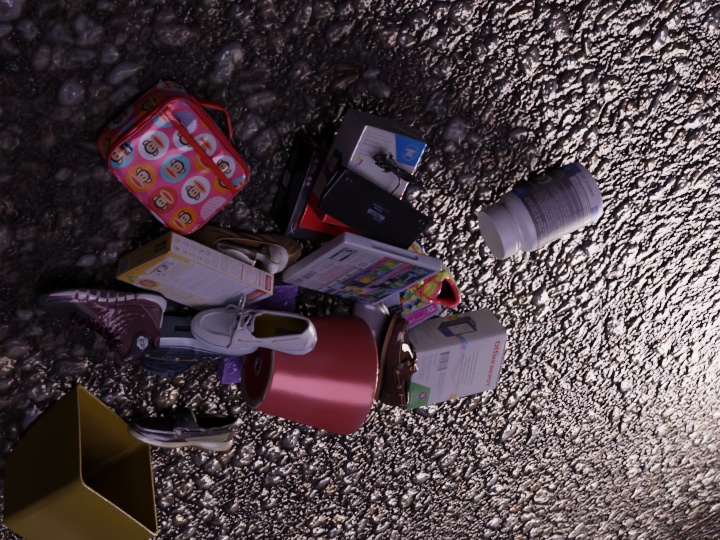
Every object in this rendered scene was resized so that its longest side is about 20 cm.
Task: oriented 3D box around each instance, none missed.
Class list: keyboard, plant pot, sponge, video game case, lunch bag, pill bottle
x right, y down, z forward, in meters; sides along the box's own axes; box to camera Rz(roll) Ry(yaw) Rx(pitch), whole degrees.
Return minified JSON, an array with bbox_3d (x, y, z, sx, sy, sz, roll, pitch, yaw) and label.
[{"bbox_3d":[0.036,-0.105,1.459,0.199,0.021,0.127,27,112,-42],"label":"keyboard"},{"bbox_3d":[-0.092,0.164,1.640,0.176,0.201,0.202,9,119,-26],"label":"plant pot"},{"bbox_3d":[-0.176,0.102,1.683,0.110,0.030,0.202,-3,123,-28],"label":"sponge"},{"bbox_3d":[0.000,0.000,1.577,0.181,0.023,0.199,15,154,-29],"label":"video game case"},{"bbox_3d":[-0.254,-0.166,1.413,0.176,0.082,0.200,-41,134,-1],"label":"lunch bag"},{"bbox_3d":[0.313,-0.102,1.743,0.198,0.114,0.115,-25,132,-11],"label":"pill bottle"},{"bbox_3d":[-0.463,0.346,1.607,0.175,0.201,0.200,-29,133,9],"label":"plant pot"}]

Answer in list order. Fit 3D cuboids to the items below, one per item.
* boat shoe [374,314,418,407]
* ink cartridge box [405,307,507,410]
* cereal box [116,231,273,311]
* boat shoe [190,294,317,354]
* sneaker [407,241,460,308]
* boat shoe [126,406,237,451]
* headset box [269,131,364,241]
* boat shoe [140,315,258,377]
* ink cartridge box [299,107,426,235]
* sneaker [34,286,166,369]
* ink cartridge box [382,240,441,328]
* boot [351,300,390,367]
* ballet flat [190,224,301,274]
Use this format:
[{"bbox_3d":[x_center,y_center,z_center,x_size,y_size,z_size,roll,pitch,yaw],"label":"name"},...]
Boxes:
[{"bbox_3d":[0.070,0.164,1.772,0.070,0.071,0.201,18,133,13],"label":"boat shoe"},{"bbox_3d":[0.166,0.166,1.879,0.198,0.088,0.147,-9,128,-21],"label":"ink cartridge box"},{"bbox_3d":[-0.251,0.010,1.518,0.143,0.040,0.199,-21,146,39],"label":"cereal box"},{"bbox_3d":[-0.168,0.082,1.520,0.199,0.075,0.086,8,152,9],"label":"boat shoe"},{"bbox_3d":[0.100,0.007,1.671,0.199,0.091,0.078,22,112,-37],"label":"sneaker"},{"bbox_3d":[-0.305,0.266,1.713,0.198,0.073,0.065,12,106,-38],"label":"boat shoe"},{"bbox_3d":[-0.024,-0.123,1.568,0.198,0.075,0.150,7,118,-32],"label":"headset box"},{"bbox_3d":[-0.261,0.126,1.606,0.198,0.071,0.092,6,131,-2],"label":"boat shoe"},{"bbox_3d":[0.000,-0.128,1.483,0.115,0.067,0.201,10,115,-33],"label":"ink cartridge box"},{"bbox_3d":[-0.386,0.089,1.490,0.198,0.075,0.117,4,79,-28],"label":"sneaker"},{"bbox_3d":[0.067,0.023,1.752,0.118,0.042,0.201,-27,130,-9],"label":"ink cartridge box"},{"bbox_3d":[0.004,0.150,1.734,0.069,0.132,0.201,8,134,16],"label":"boot"},{"bbox_3d":[-0.171,-0.026,1.561,0.198,0.072,0.068,13,112,-35],"label":"ballet flat"}]
